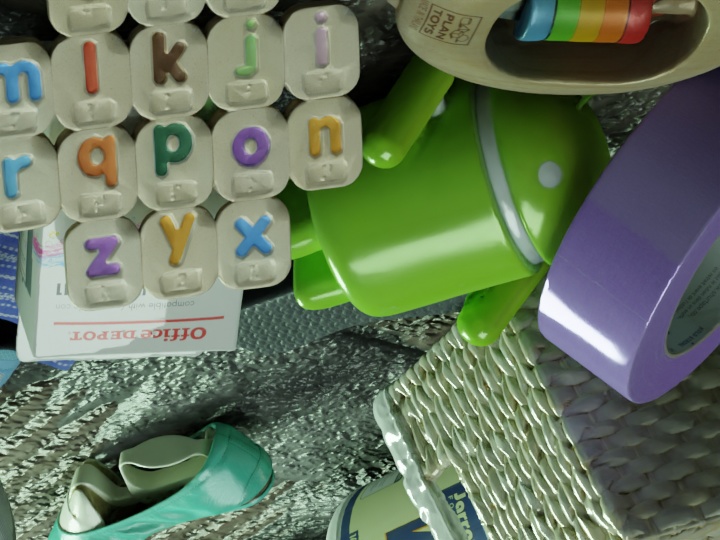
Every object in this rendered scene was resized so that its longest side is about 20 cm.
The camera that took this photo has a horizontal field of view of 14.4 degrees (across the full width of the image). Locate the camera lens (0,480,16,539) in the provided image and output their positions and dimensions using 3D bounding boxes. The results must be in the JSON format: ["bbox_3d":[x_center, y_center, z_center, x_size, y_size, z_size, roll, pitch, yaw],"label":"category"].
[{"bbox_3d":[-0.304,0.143,1.765,0.160,0.160,0.200,-7,151,-1],"label":"camera lens"}]

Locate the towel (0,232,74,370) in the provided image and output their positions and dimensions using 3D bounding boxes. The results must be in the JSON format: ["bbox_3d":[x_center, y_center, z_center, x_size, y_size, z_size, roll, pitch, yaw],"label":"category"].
[{"bbox_3d":[-0.188,0.000,1.635,0.145,0.024,0.200,13,146,-29],"label":"towel"}]

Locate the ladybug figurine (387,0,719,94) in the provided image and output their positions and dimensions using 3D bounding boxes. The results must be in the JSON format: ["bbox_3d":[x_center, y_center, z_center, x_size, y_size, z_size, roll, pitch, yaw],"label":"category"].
[{"bbox_3d":[0.108,-0.147,1.433,0.200,0.072,0.136,3,149,-18],"label":"ladybug figurine"}]

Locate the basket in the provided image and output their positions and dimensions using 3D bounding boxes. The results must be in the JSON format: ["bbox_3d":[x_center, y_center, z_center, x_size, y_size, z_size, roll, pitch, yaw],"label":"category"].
[{"bbox_3d":[0.150,0.108,1.732,0.200,0.198,0.161,-10,153,-34],"label":"basket"}]

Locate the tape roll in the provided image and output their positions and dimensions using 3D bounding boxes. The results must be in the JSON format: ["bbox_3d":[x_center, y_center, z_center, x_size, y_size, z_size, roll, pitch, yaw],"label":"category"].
[{"bbox_3d":[0.183,-0.026,1.552,0.200,0.066,0.200,-45,160,-21],"label":"tape roll"}]

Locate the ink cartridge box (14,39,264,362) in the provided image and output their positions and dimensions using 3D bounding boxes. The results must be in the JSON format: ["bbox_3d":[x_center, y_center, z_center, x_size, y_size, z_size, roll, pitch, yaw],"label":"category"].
[{"bbox_3d":[-0.121,-0.020,1.518,0.117,0.067,0.200,-2,122,-16],"label":"ink cartridge box"}]

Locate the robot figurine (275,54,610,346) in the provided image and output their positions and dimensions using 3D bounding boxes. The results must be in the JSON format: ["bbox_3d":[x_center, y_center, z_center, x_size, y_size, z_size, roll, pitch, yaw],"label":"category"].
[{"bbox_3d":[0.047,-0.044,1.556,0.200,0.116,0.176,-16,131,15],"label":"robot figurine"}]

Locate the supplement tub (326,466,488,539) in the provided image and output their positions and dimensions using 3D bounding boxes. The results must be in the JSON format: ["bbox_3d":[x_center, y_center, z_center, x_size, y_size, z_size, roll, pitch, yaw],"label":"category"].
[{"bbox_3d":[0.091,0.183,1.943,0.200,0.145,0.145,-29,144,33],"label":"supplement tub"}]

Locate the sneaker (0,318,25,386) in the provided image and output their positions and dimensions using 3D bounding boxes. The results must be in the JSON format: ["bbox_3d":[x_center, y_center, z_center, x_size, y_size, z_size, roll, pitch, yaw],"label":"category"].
[{"bbox_3d":[-0.262,-0.003,1.575,0.090,0.078,0.200,-35,117,17],"label":"sneaker"}]

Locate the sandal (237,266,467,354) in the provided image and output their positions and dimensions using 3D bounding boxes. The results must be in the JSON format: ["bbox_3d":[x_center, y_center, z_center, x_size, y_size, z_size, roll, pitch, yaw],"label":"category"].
[{"bbox_3d":[-0.001,0.000,1.711,0.200,0.043,0.076,-14,143,28],"label":"sandal"}]

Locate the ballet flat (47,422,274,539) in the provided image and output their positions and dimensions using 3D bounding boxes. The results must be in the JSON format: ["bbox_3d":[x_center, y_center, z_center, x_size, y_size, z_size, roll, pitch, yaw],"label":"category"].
[{"bbox_3d":[-0.153,0.148,1.924,0.200,0.067,0.070,-24,123,27],"label":"ballet flat"}]

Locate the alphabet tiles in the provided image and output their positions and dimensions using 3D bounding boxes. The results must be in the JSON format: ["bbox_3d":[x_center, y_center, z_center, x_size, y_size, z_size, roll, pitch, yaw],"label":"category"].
[{"bbox_3d":[-0.097,-0.079,1.440,0.200,0.015,0.196,-8,112,-14],"label":"alphabet tiles"}]
